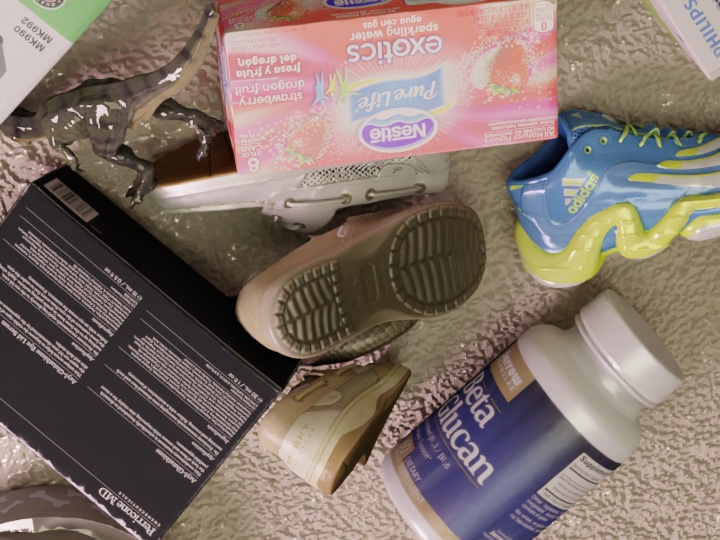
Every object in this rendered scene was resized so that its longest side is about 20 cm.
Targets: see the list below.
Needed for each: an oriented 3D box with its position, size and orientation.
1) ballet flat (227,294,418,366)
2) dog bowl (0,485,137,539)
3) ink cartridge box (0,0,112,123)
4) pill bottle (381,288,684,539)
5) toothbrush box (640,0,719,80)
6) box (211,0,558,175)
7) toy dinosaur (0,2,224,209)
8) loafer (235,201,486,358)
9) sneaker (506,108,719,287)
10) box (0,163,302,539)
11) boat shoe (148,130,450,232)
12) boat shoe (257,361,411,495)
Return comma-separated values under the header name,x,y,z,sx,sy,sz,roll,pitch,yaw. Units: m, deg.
name,x,y,z,sx,sy,sz,roll,pitch,yaw
ballet flat,-0.057,0.031,1.236,0.199,0.068,0.047,-10,128,3
dog bowl,-0.220,0.239,1.321,0.199,0.059,0.201,-4,118,-7
ink cartridge box,-0.254,-0.150,1.093,0.146,0.084,0.200,38,106,-24
pill bottle,0.119,0.108,1.277,0.200,0.111,0.111,-42,116,13
toothbrush box,0.167,-0.218,1.062,0.086,0.200,0.146,-34,117,10
box,0.014,-0.130,1.140,0.199,0.103,0.095,-7,119,-6
toy dinosaur,-0.136,-0.090,1.120,0.199,0.048,0.088,-19,132,35
loafer,0.000,0.000,1.180,0.199,0.068,0.076,-17,108,-42
sneaker,0.185,-0.067,1.217,0.199,0.076,0.105,-26,118,6
box,-0.159,0.053,1.184,0.200,0.079,0.141,40,104,-1
boat shoe,-0.037,-0.054,1.189,0.199,0.071,0.070,-10,119,-6
boat shoe,-0.017,0.089,1.214,0.065,0.200,0.072,27,104,7
